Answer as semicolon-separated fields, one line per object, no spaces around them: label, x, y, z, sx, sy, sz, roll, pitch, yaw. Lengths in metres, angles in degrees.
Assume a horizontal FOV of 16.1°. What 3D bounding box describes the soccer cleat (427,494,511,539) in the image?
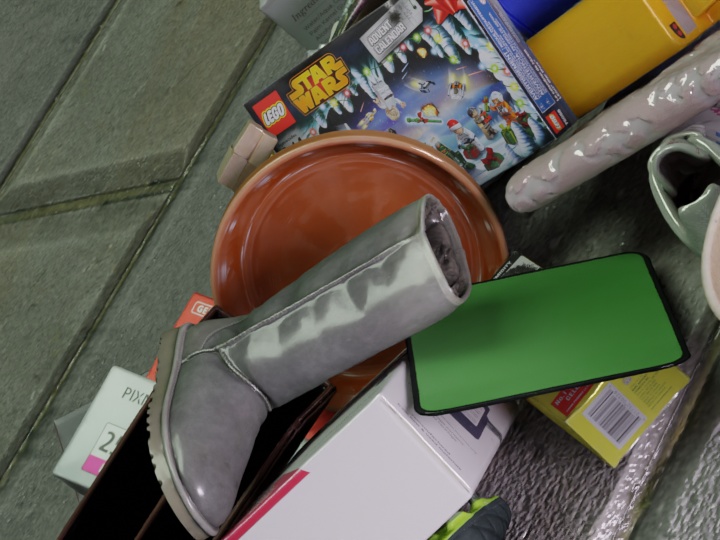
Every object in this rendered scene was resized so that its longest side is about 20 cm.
soccer cleat;0.045;0.206;1.496;0.068;0.081;0.200;-43;2;41

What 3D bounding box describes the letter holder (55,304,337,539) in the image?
letter holder;-0.119;0.141;1.641;0.200;0.100;0.142;-56;-2;12

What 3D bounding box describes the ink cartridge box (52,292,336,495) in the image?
ink cartridge box;-0.097;0.105;1.796;0.199;0.044;0.174;18;73;36

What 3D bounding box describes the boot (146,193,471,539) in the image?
boot;-0.027;0.056;1.511;0.199;0.073;0.182;-20;44;15

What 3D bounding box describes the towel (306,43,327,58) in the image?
towel;0.012;-0.073;1.815;0.146;0.024;0.201;-4;74;37

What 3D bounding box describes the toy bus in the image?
toy bus;0.172;-0.159;1.669;0.078;0.065;0.200;-37;2;-43

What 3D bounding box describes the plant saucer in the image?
plant saucer;0.000;0.000;1.695;0.200;0.200;0.032;-43;16;17

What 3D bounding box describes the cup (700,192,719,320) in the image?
cup;0.292;-0.009;1.271;0.200;0.143;0.201;-39;26;24

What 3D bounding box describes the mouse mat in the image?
mouse mat;0.106;0.035;1.515;0.160;0.008;0.200;-12;20;2

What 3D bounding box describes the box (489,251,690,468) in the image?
box;0.126;0.053;1.582;0.075;0.050;0.200;-48;25;-1

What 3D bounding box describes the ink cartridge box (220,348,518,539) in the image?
ink cartridge box;0.009;0.126;1.553;0.145;0.084;0.200;-44;0;16

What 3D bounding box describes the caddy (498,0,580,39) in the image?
caddy;0.155;-0.230;1.765;0.141;0.200;0.105;-36;44;24

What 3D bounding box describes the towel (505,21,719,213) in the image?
towel;0.202;-0.118;1.620;0.200;0.032;0.191;-33;4;36

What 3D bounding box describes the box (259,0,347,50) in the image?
box;0.041;-0.262;2.020;0.200;0.171;0.199;-41;26;20

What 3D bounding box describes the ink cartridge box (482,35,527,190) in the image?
ink cartridge box;0.068;-0.128;1.890;0.200;0.084;0.146;-40;28;23

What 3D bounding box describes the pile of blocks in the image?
pile of blocks;-0.051;-0.009;1.755;0.082;0.201;0.062;-8;12;-3

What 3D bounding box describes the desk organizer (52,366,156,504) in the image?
desk organizer;-0.119;0.108;1.892;0.199;0.077;0.072;-28;63;12

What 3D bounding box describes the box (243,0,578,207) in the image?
box;0.031;-0.106;1.703;0.200;0.137;0.040;-32;4;38

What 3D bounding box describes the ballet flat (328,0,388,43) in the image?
ballet flat;0.014;-0.186;1.793;0.071;0.069;0.201;26;97;57

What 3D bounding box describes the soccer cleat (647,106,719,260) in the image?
soccer cleat;0.209;-0.065;1.560;0.070;0.086;0.200;-45;25;13
